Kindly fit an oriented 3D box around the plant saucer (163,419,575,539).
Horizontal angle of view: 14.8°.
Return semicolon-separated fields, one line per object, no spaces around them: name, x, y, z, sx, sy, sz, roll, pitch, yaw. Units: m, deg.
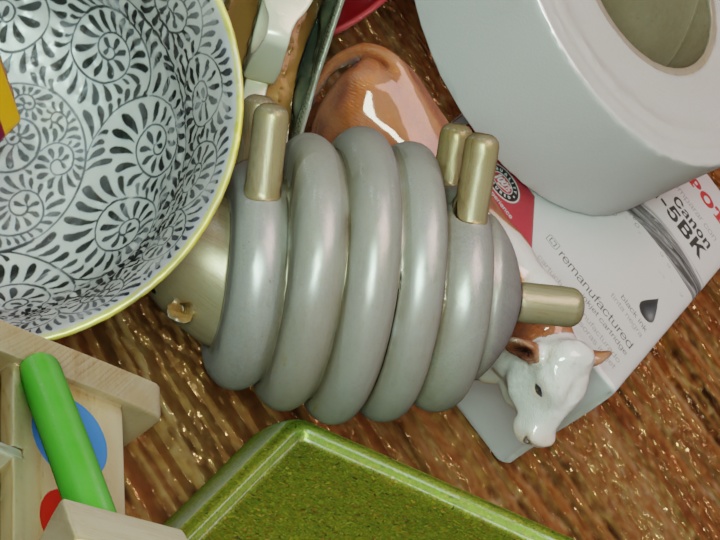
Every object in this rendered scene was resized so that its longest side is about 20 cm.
plant saucer;-0.001;0.134;1.101;0.199;0.048;0.200;23;33;17

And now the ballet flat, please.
ballet flat;-0.050;-0.081;1.219;0.067;0.064;0.201;18;80;-11

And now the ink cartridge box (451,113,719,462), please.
ink cartridge box;0.095;-0.020;1.390;0.147;0.083;0.200;52;37;-3

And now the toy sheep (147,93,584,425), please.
toy sheep;0.000;0.000;1.166;0.199;0.138;0.139;8;50;-8

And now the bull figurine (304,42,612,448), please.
bull figurine;0.029;-0.005;1.266;0.065;0.121;0.201;-28;90;-51

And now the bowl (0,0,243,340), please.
bowl;-0.146;-0.056;1.109;0.199;0.094;0.202;1;76;-2

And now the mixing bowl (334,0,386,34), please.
mixing bowl;-0.052;-0.210;1.309;0.200;0.200;0.108;48;10;-9

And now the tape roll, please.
tape roll;0.115;-0.133;1.348;0.202;0.071;0.204;25;54;-38

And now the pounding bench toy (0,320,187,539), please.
pounding bench toy;-0.129;0.082;0.956;0.124;0.200;0.157;25;46;-34

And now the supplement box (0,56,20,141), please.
supplement box;-0.225;-0.034;0.952;0.200;0.110;0.086;-52;139;-38
